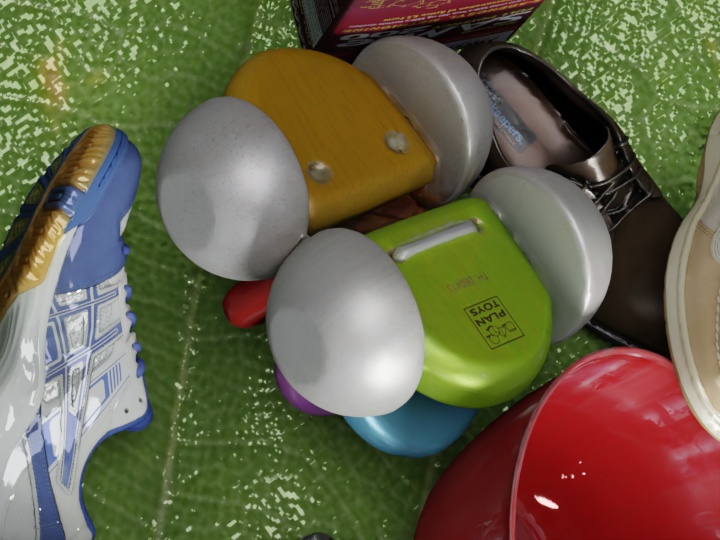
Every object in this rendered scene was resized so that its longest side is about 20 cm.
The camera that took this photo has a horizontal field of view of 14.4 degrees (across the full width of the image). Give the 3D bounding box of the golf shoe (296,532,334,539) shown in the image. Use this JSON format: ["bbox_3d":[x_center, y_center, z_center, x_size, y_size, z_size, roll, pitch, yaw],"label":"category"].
[{"bbox_3d":[-0.055,0.211,1.269,0.077,0.088,0.200,41,60,-7],"label":"golf shoe"}]

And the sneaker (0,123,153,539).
[{"bbox_3d":[-0.132,0.035,1.323,0.088,0.075,0.201,22,84,-17],"label":"sneaker"}]

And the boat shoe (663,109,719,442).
[{"bbox_3d":[0.193,-0.011,1.335,0.074,0.069,0.201,43,44,-33],"label":"boat shoe"}]

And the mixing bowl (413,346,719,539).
[{"bbox_3d":[0.093,0.143,1.296,0.199,0.108,0.202,18,65,-44],"label":"mixing bowl"}]

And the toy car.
[{"bbox_3d":[0.000,0.000,1.299,0.174,0.150,0.200,-21,61,-40],"label":"toy car"}]

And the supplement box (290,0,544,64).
[{"bbox_3d":[0.035,-0.148,1.307,0.108,0.200,0.061,-10,83,-11],"label":"supplement box"}]

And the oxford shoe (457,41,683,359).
[{"bbox_3d":[0.112,-0.028,1.361,0.200,0.084,0.073,44,75,-2],"label":"oxford shoe"}]
